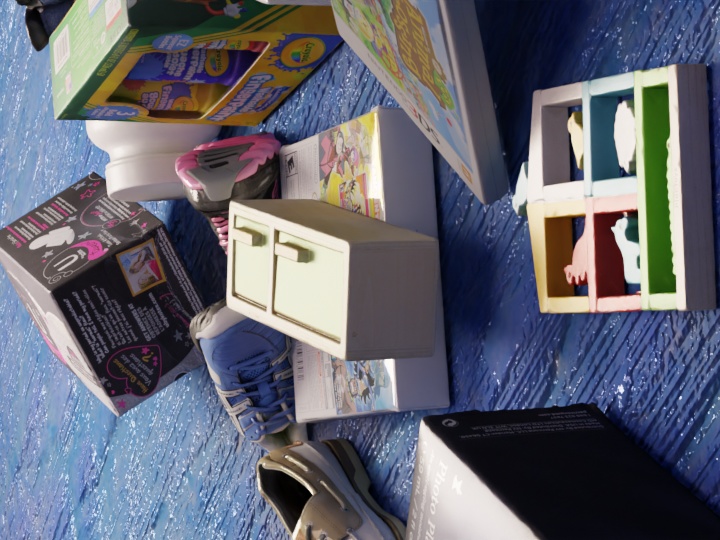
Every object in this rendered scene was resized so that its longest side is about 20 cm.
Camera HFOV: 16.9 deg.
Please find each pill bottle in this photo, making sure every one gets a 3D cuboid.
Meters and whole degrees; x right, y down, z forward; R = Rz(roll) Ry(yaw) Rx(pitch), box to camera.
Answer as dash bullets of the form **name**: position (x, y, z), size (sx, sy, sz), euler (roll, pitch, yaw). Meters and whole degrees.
- **pill bottle**: position (-0.170, -0.162, 1.963), size (0.113, 0.112, 0.201), euler (158, 108, -66)

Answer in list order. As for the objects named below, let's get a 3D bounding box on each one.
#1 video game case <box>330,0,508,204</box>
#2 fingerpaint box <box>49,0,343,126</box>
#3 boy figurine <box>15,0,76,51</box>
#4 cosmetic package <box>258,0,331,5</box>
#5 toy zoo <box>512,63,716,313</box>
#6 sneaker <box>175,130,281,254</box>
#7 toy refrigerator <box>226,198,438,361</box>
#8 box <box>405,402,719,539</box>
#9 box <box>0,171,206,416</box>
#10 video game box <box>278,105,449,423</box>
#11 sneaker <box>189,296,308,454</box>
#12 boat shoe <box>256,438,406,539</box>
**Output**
- **video game case**: position (0.022, -0.158, 1.465), size (0.182, 0.022, 0.200), euler (52, 167, 34)
- **fingerpaint box**: position (-0.123, -0.170, 1.784), size (0.200, 0.166, 0.074), euler (144, 123, -62)
- **boy figurine**: position (-0.170, -0.235, 1.872), size (0.065, 0.199, 0.125), euler (-86, -22, -64)
- **cosmetic package**: position (-0.023, -0.281, 1.624), size (0.071, 0.101, 0.201), euler (-150, 62, -64)
- **toy zoo**: position (0.138, -0.042, 1.360), size (0.200, 0.020, 0.132), euler (175, 93, -67)
- **sneaker**: position (-0.089, -0.050, 1.794), size (0.200, 0.078, 0.096), euler (-61, -36, -83)
- **toy refrigerator**: position (-0.024, 0.003, 1.575), size (0.200, 0.070, 0.076), euler (-158, 68, -64)
- **box**: position (0.110, 0.204, 1.318), size (0.198, 0.122, 0.201), euler (-139, 51, -58)
- **box**: position (-0.214, 0.019, 2.025), size (0.133, 0.114, 0.200), euler (64, 167, -23)
- **video game box**: position (0.000, 0.000, 1.659), size (0.182, 0.047, 0.202), euler (166, 101, -68)
- **sneaker**: position (-0.069, 0.074, 1.756), size (0.077, 0.075, 0.200), euler (61, 178, 27)
- **boat shoe**: position (-0.015, 0.189, 1.677), size (0.200, 0.068, 0.075), euler (-128, 42, -54)
